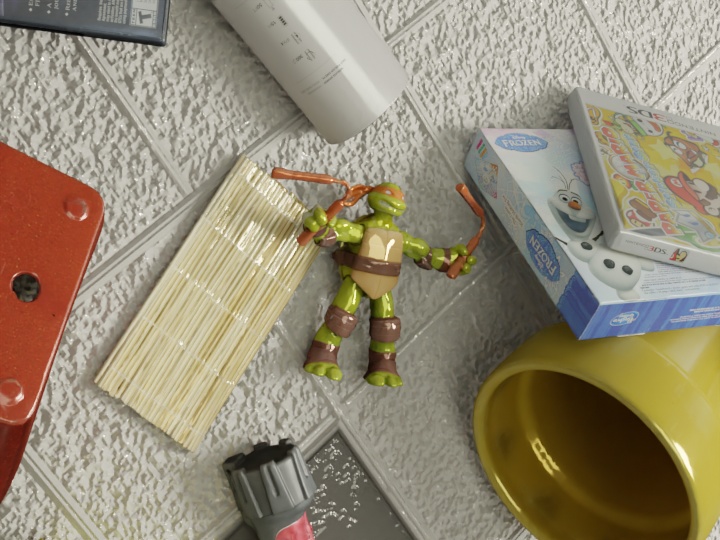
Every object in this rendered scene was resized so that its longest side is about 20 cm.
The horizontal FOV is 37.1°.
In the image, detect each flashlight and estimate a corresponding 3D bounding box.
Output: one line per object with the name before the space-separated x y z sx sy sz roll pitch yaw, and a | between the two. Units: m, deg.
flashlight | -0.034 0.225 0.797 0.067 0.068 0.203 -23 103 -24

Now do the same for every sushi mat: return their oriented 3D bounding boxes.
sushi mat | -0.103 0.023 0.785 0.095 0.012 0.202 37 75 -23

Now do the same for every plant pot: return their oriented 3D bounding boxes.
plant pot | 0.222 0.111 0.868 0.188 0.199 0.203 -36 108 -37
plant pot | -0.248 0.014 0.586 0.198 0.175 0.203 27 60 -25

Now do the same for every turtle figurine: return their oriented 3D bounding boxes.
turtle figurine | 0.000 0.000 0.810 0.198 0.064 0.164 11 94 -36

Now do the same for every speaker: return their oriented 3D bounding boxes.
speaker | -0.053 -0.188 0.767 0.081 0.081 0.200 -48 111 -18

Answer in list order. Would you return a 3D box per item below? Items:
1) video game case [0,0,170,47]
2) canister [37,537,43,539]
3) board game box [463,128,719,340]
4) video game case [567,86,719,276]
video game case | -0.215 -0.227 0.679 0.196 0.019 0.146 6 89 -7
canister | -0.246 0.293 0.677 0.199 0.086 0.150 -35 106 -21
board game box | 0.211 -0.037 0.860 0.197 0.200 0.044 -3 136 -27
video game case | 0.266 -0.068 0.867 0.179 0.202 0.023 13 130 -11
